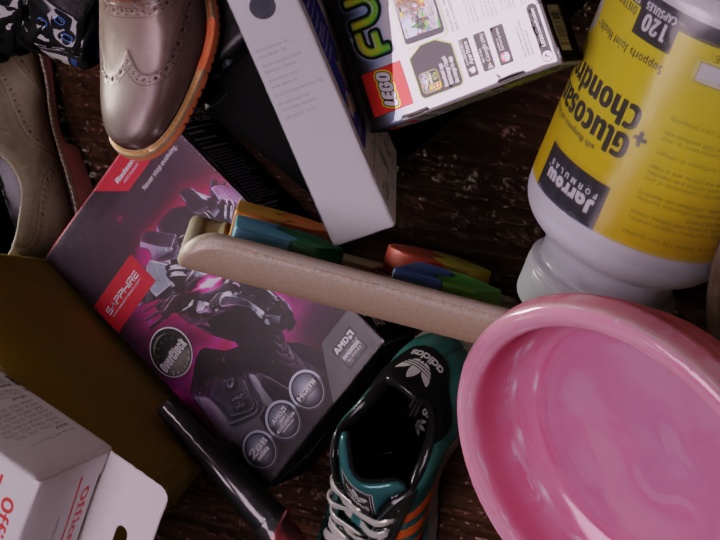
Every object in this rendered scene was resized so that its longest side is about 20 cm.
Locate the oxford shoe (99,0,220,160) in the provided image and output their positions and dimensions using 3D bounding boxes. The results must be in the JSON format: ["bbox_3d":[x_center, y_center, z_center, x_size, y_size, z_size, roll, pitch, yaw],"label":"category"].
[{"bbox_3d":[-0.117,-0.159,1.426,0.071,0.073,0.201,0,83,32],"label":"oxford shoe"}]

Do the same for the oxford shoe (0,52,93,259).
[{"bbox_3d":[-0.224,-0.099,1.639,0.070,0.075,0.200,-28,86,34],"label":"oxford shoe"}]

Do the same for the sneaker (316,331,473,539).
[{"bbox_3d":[0.008,0.121,1.542,0.071,0.080,0.200,32,120,22],"label":"sneaker"}]

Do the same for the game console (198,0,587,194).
[{"bbox_3d":[-0.010,-0.166,1.472,0.200,0.116,0.176,-40,63,21],"label":"game console"}]

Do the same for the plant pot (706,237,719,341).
[{"bbox_3d":[0.251,-0.002,1.253,0.199,0.174,0.201,-4,70,11],"label":"plant pot"}]

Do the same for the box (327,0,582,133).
[{"bbox_3d":[0.027,-0.180,1.367,0.110,0.035,0.201,-19,87,24],"label":"box"}]

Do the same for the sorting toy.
[{"bbox_3d":[0.000,0.000,1.421,0.185,0.200,0.037,14,92,-3],"label":"sorting toy"}]

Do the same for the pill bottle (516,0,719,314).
[{"bbox_3d":[0.151,-0.062,1.386,0.112,0.112,0.200,32,117,22],"label":"pill bottle"}]

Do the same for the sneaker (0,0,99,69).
[{"bbox_3d":[-0.212,-0.133,1.578,0.112,0.073,0.200,41,87,20],"label":"sneaker"}]

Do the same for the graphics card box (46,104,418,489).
[{"bbox_3d":[-0.076,0.012,1.584,0.200,0.051,0.126,46,115,14],"label":"graphics card box"}]

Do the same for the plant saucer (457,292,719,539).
[{"bbox_3d":[0.136,0.093,1.297,0.200,0.051,0.201,28,136,30],"label":"plant saucer"}]

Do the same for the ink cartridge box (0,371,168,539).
[{"bbox_3d":[-0.211,0.120,1.478,0.200,0.068,0.116,31,117,22],"label":"ink cartridge box"}]

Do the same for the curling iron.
[{"bbox_3d":[-0.042,0.145,1.544,0.200,0.026,0.050,48,161,9],"label":"curling iron"}]

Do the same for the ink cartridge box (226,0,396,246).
[{"bbox_3d":[-0.032,-0.120,1.372,0.039,0.100,0.200,-18,112,10],"label":"ink cartridge box"}]

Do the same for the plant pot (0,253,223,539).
[{"bbox_3d":[-0.197,0.108,1.614,0.200,0.176,0.200,48,122,14],"label":"plant pot"}]
